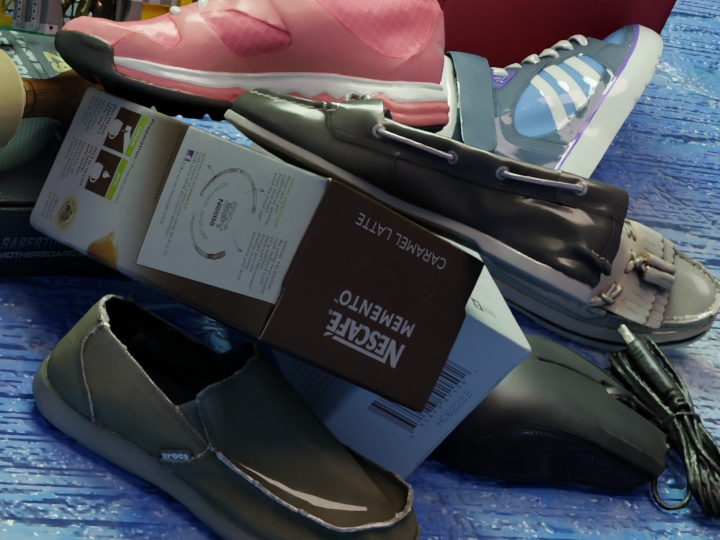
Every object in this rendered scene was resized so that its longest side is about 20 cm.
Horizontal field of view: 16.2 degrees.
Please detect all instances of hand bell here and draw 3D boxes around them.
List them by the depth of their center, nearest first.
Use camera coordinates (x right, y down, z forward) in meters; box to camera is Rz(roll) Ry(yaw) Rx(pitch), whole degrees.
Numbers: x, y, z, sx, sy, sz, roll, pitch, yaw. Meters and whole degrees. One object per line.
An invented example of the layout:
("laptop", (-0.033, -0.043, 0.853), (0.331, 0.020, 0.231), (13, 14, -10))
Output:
("hand bell", (-0.168, -0.085, 1.271), (0.104, 0.104, 0.200), (39, 21, 23))

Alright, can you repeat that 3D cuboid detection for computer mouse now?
("computer mouse", (0.107, 0.066, 1.340), (0.199, 0.053, 0.139), (6, 36, -29))

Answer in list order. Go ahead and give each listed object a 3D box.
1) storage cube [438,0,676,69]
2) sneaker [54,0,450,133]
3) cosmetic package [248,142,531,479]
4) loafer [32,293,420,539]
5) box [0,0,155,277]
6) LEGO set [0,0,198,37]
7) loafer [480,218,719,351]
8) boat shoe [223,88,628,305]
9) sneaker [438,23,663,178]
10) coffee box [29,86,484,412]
("storage cube", (0.089, -0.209, 1.630), (0.199, 0.181, 0.171), (3, 36, -30))
("sneaker", (-0.051, -0.118, 1.265), (0.199, 0.087, 0.074), (7, -5, -8))
("cosmetic package", (0.000, 0.000, 1.304), (0.071, 0.101, 0.200), (30, 23, -38))
("loafer", (-0.059, 0.076, 1.189), (0.199, 0.070, 0.075), (26, 30, 3))
("box", (-0.181, -0.076, 1.356), (0.157, 0.051, 0.200), (0, 39, -37))
("LEGO set", (-0.131, -0.179, 1.339), (0.199, 0.117, 0.153), (4, 6, -31))
("loafer", (0.116, -0.006, 1.432), (0.199, 0.063, 0.072), (16, 63, -9))
("boat shoe", (0.033, -0.049, 1.195), (0.199, 0.057, 0.067), (26, -4, 14))
("sneaker", (0.087, -0.113, 1.537), (0.146, 0.081, 0.200), (33, 53, 1))
("coffee box", (-0.053, -0.013, 1.215), (0.114, 0.080, 0.200), (26, -2, -41))
